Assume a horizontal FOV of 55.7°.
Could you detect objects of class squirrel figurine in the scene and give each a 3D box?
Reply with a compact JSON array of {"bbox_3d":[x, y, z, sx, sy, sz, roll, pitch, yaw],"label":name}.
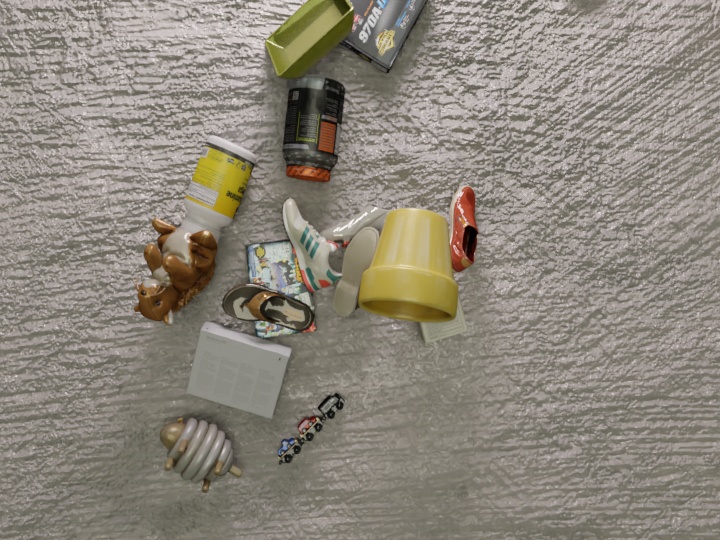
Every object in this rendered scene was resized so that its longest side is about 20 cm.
[{"bbox_3d":[-0.376,0.024,1.387,0.138,0.201,0.191,16,68,11],"label":"squirrel figurine"}]

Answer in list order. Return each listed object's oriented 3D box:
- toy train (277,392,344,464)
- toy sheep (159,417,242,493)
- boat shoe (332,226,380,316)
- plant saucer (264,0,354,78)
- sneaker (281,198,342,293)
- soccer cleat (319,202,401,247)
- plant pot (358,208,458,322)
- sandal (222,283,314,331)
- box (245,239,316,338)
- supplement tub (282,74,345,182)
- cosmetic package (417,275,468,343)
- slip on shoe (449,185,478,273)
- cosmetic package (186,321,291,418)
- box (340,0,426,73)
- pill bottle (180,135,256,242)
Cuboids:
[{"bbox_3d":[-0.114,0.345,1.493,0.046,0.034,0.200,44,89,0],"label":"toy train"},{"bbox_3d":[-0.335,0.386,1.435,0.199,0.138,0.139,39,89,-14],"label":"toy sheep"},{"bbox_3d":[0.000,0.000,1.449,0.071,0.059,0.204,27,110,23],"label":"boat shoe"},{"bbox_3d":[-0.098,-0.485,1.397,0.199,0.202,0.048,-38,129,13],"label":"plant saucer"},{"bbox_3d":[-0.097,-0.061,1.419,0.091,0.070,0.205,-17,97,7],"label":"sneaker"},{"bbox_3d":[0.002,-0.099,1.473,0.194,0.069,0.080,-9,87,-10],"label":"soccer cleat"},{"bbox_3d":[0.101,-0.011,1.353,0.195,0.201,0.194,8,77,-3],"label":"plant pot"},{"bbox_3d":[-0.193,0.082,1.430,0.195,0.055,0.084,19,91,-3],"label":"sandal"},{"bbox_3d":[-0.171,0.037,1.478,0.133,0.040,0.206,-7,92,-4],"label":"box"},{"bbox_3d":[-0.100,-0.295,1.430,0.119,0.123,0.206,7,91,-3],"label":"supplement tub"},{"bbox_3d":[0.157,0.044,1.478,0.101,0.073,0.206,-15,92,-2],"label":"cosmetic package"},{"bbox_3d":[0.226,-0.091,1.454,0.073,0.060,0.205,32,58,-37],"label":"slip on shoe"},{"bbox_3d":[-0.259,0.213,1.456,0.195,0.052,0.154,17,108,-3],"label":"cosmetic package"},{"bbox_3d":[0.043,-0.557,1.468,0.157,0.046,0.203,30,90,-3],"label":"box"},{"bbox_3d":[-0.302,-0.167,1.429,0.110,0.112,0.205,22,91,-3],"label":"pill bottle"}]
